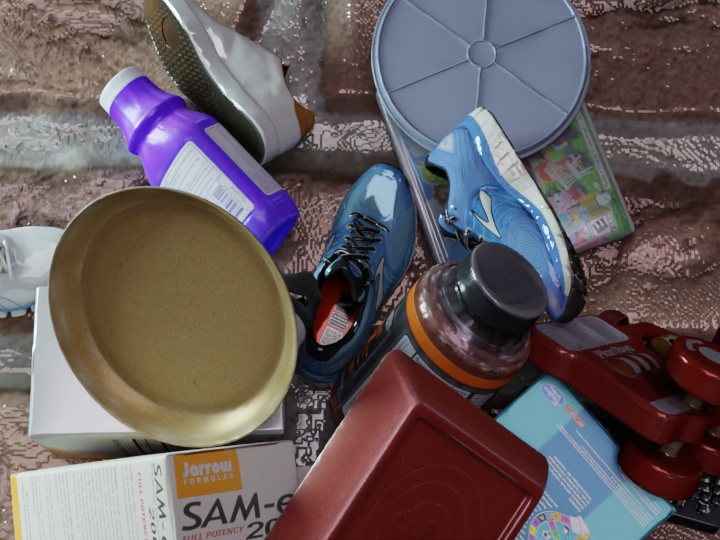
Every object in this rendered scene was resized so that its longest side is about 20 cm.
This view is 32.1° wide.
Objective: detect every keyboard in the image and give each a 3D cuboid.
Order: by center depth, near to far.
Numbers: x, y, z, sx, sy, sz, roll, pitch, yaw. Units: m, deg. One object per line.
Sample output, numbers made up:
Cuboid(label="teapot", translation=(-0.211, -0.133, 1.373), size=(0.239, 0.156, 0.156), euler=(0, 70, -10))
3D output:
Cuboid(label="keyboard", translation=(0.210, 0.183, 1.064), size=(0.197, 0.021, 0.129), euler=(15, 76, 3))

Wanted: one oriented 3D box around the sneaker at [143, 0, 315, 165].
Cuboid(label="sneaker", translation=(-0.117, -0.185, 1.127), size=(0.084, 0.073, 0.201), euler=(-30, 76, -33))

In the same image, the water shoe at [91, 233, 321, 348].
Cuboid(label="water shoe", translation=(-0.126, 0.005, 0.961), size=(0.198, 0.072, 0.079), euler=(26, 45, 8))

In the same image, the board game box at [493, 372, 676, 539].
Cuboid(label="board game box", translation=(0.131, 0.203, 1.024), size=(0.200, 0.047, 0.151), euler=(-41, 79, 0))

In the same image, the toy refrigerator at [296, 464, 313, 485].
Cuboid(label="toy refrigerator", translation=(-0.035, 0.262, 1.006), size=(0.069, 0.076, 0.204), euler=(-6, 77, -4))

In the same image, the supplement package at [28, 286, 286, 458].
Cuboid(label="supplement package", translation=(-0.158, 0.085, 1.021), size=(0.196, 0.120, 0.123), euler=(0, 74, -3))

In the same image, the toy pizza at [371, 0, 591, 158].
Cuboid(label="toy pizza", translation=(0.108, -0.188, 1.125), size=(0.196, 0.032, 0.204), euler=(0, 75, -1))

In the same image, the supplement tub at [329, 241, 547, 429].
Cuboid(label="supplement tub", translation=(0.064, 0.067, 0.989), size=(0.106, 0.201, 0.108), euler=(22, 41, -21))

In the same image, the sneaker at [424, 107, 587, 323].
Cuboid(label="sneaker", translation=(0.117, -0.034, 1.031), size=(0.088, 0.079, 0.202), euler=(-33, 60, 7))

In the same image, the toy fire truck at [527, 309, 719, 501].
Cuboid(label="toy fire truck", translation=(0.241, 0.083, 1.018), size=(0.167, 0.198, 0.113), euler=(36, 117, 32))

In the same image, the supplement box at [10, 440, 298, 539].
Cuboid(label="supplement box", translation=(-0.156, 0.176, 0.942), size=(0.125, 0.198, 0.075), euler=(1, 79, -47))

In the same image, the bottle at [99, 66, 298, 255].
Cuboid(label="bottle", translation=(-0.144, -0.092, 1.086), size=(0.200, 0.084, 0.065), euler=(45, 37, 9))

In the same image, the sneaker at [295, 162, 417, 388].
Cuboid(label="sneaker", translation=(0.000, 0.000, 1.065), size=(0.077, 0.090, 0.203), euler=(18, 75, 2))

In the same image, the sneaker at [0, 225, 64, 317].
Cuboid(label="sneaker", translation=(-0.336, 0.001, 1.054), size=(0.197, 0.087, 0.076), euler=(-13, 75, -7))

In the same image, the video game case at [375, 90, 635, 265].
Cuboid(label="video game case", translation=(0.129, -0.097, 1.129), size=(0.179, 0.022, 0.203), euler=(-18, 78, -6))

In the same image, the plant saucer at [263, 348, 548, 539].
Cuboid(label="plant saucer", translation=(0.041, 0.191, 0.930), size=(0.199, 0.037, 0.201), euler=(37, 85, -34))

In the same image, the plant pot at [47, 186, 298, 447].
Cuboid(label="plant pot", translation=(-0.133, 0.032, 0.907), size=(0.197, 0.028, 0.203), euler=(7, 112, 16))
